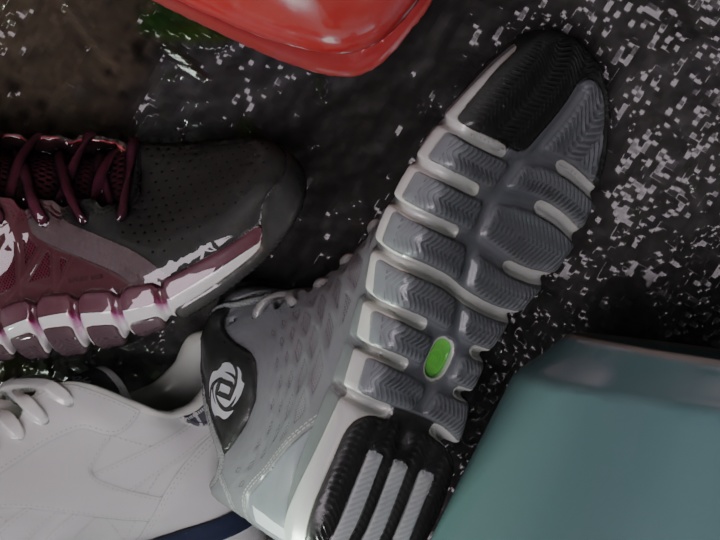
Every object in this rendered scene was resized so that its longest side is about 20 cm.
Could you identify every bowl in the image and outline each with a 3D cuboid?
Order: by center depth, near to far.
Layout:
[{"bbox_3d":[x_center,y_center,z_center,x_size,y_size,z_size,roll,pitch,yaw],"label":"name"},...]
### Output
[{"bbox_3d":[0.116,0.080,0.964,0.200,0.201,0.106,8,92,7],"label":"bowl"}]

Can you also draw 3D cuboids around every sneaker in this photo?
[{"bbox_3d":[-0.127,-0.030,1.000,0.199,0.076,0.116,-18,122,16],"label":"sneaker"},{"bbox_3d":[0.000,0.000,1.005,0.075,0.115,0.201,33,81,-40],"label":"sneaker"},{"bbox_3d":[-0.126,0.078,1.016,0.076,0.199,0.081,19,118,52],"label":"sneaker"}]

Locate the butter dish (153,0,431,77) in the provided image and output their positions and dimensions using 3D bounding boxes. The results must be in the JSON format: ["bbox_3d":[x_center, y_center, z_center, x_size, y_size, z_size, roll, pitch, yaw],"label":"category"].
[{"bbox_3d":[-0.025,-0.149,0.896,0.199,0.148,0.200,25,113,-21],"label":"butter dish"}]
